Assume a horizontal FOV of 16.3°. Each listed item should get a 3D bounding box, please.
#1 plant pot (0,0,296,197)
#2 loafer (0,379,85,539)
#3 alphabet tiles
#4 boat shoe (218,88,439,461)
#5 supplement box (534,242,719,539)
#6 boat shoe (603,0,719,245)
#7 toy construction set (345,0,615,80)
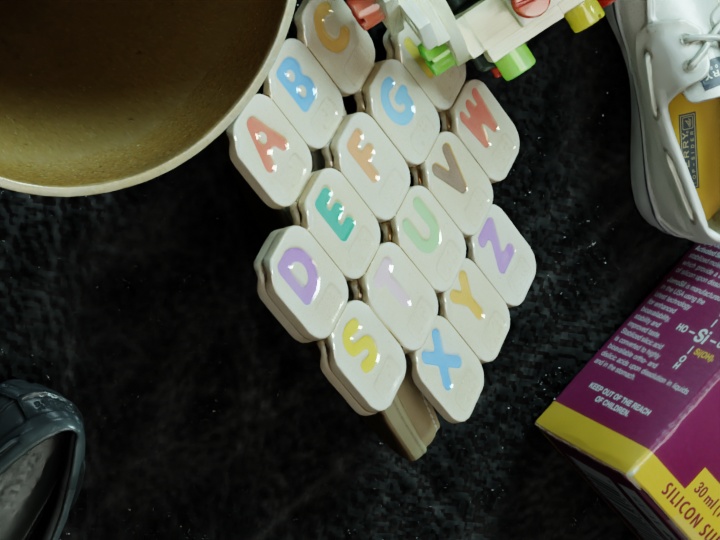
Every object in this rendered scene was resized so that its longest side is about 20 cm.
[{"bbox_3d":[-0.150,-0.140,1.039,0.186,0.200,0.186,-7,105,-25],"label":"plant pot"},{"bbox_3d":[-0.187,0.146,1.166,0.068,0.070,0.201,27,90,-28],"label":"loafer"},{"bbox_3d":[0.017,-0.031,1.192,0.196,0.015,0.200,51,46,-26],"label":"alphabet tiles"},{"bbox_3d":[0.000,0.000,1.222,0.065,0.072,0.200,-30,108,-15],"label":"boat shoe"},{"bbox_3d":[0.214,0.061,1.321,0.200,0.103,0.131,-48,117,-8],"label":"supplement box"},{"bbox_3d":[0.169,-0.106,1.273,0.071,0.070,0.200,-15,111,-23],"label":"boat shoe"},{"bbox_3d":[0.091,-0.144,1.182,0.200,0.131,0.092,-19,97,-3],"label":"toy construction set"}]
